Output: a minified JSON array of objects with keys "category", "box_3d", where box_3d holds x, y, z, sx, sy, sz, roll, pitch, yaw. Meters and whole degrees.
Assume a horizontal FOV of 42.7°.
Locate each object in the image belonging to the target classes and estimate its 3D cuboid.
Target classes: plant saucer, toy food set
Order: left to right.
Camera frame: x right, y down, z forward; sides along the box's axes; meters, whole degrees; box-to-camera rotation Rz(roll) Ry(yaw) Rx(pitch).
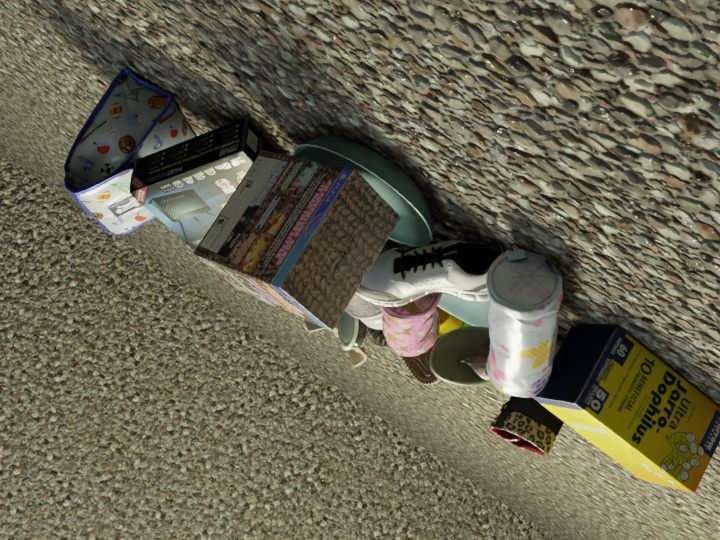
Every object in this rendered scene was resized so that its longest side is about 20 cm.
[{"category":"toy food set","box_3d":[-0.058,0.071,1.575,0.200,0.060,0.145,49,-158,-59]},{"category":"plant saucer","box_3d":[0.010,-0.101,1.109,0.198,0.036,0.200,32,166,9]},{"category":"plant saucer","box_3d":[0.129,0.015,1.238,0.199,0.039,0.201,32,168,8]}]

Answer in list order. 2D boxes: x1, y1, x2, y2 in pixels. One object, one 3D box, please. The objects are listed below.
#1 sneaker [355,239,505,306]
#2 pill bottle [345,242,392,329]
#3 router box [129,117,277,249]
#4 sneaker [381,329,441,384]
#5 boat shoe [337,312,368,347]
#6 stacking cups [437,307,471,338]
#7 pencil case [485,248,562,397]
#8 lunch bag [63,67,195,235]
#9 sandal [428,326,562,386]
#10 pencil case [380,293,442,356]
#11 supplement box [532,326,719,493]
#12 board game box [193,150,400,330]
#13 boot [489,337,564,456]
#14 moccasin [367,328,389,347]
[{"category":"sneaker","box_3d":[0.081,-0.007,1.096,0.197,0.075,0.080,-4,152,0]},{"category":"pill bottle","box_3d":[0.000,0.000,1.326,0.113,0.115,0.200,24,164,35]},{"category":"router box","box_3d":[-0.198,-0.116,1.285,0.198,0.063,0.150,-16,143,25]},{"category":"sneaker","box_3d":[0.087,0.092,1.461,0.108,0.070,0.202,15,-136,-62]},{"category":"boat shoe","box_3d":[-0.002,0.057,1.490,0.060,0.072,0.202,20,-149,-18]},{"category":"stacking cups","box_3d":[0.169,0.106,1.450,0.060,0.061,0.200,20,165,45]},{"category":"pencil case","box_3d":[0.187,0.065,1.082,0.201,0.082,0.091,79,164,-50]},{"category":"lunch bag","box_3d":[-0.343,-0.162,1.378,0.123,0.201,0.170,29,166,16]},{"category":"sandal","box_3d":[0.187,0.113,1.202,0.198,0.081,0.057,2,169,14]},{"category":"pencil case","box_3d":[0.068,0.052,1.228,0.081,0.088,0.200,0,162,4]},{"category":"supplement box","box_3d":[0.334,0.169,1.138,0.199,0.110,0.109,36,167,-13]},{"category":"board game box","box_3d":[-0.079,-0.042,1.106,0.199,0.161,0.097,19,162,49]},{"category":"boot","box_3d":[0.224,0.159,1.274,0.199,0.152,0.073,19,162,47]},{"category":"moccasin","box_3d":[0.038,0.090,1.637,0.077,0.074,0.201,34,-171,30]}]
